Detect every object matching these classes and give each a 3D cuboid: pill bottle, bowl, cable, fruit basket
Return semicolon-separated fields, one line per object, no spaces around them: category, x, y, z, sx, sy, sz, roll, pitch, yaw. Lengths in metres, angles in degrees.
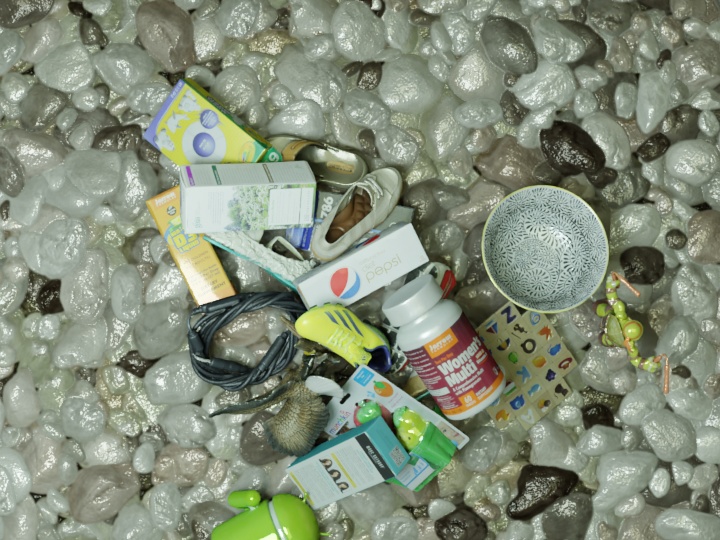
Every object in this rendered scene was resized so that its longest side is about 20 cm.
pill bottle;0.122;0.113;1.480;0.109;0.110;0.201;-34;101;-2
bowl;0.280;-0.023;1.564;0.199;0.094;0.202;1;76;-4
cable;-0.168;0.108;1.550;0.199;0.051;0.164;-16;117;-14
fruit basket;0.042;0.251;1.532;0.199;0.094;0.185;31;133;-8

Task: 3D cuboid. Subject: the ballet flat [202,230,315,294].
ballet flat;-0.154;-0.032;1.555;0.199;0.072;0.072;31;89;-26

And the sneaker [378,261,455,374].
sneaker;0.094;0.082;1.578;0.077;0.085;0.201;40;108;40

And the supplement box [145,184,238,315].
supplement box;-0.265;-0.032;1.567;0.066;0.069;0.201;-28;89;-4

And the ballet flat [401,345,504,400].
ballet flat;0.134;0.151;1.587;0.199;0.069;0.063;-26;82;-11

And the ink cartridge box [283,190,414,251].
ink cartridge box;-0.019;-0.068;1.590;0.199;0.039;0.100;9;90;-1

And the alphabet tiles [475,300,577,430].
alphabet tiles;0.251;0.153;1.580;0.166;0.006;0.200;-39;110;-6

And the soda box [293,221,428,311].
soda box;0.000;0.000;1.532;0.199;0.064;0.068;-29;101;-6

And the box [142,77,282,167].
box;-0.229;-0.193;1.558;0.200;0.048;0.118;38;108;0

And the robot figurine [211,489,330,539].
robot figurine;-0.152;0.425;1.546;0.199;0.116;0.176;-28;97;-2

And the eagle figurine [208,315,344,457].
eagle figurine;-0.113;0.194;1.526;0.151;0.151;0.200;38;93;14

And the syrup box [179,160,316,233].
syrup box;-0.172;-0.112;1.507;0.199;0.082;0.079;-3;123;-15

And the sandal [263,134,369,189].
sandal;-0.085;-0.172;1.577;0.199;0.054;0.081;9;89;3

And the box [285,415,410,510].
box;-0.022;0.297;1.523;0.200;0.049;0.083;-32;95;40

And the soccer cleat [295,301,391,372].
soccer cleat;-0.018;0.105;1.489;0.065;0.200;0.084;-40;54;20

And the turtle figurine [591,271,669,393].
turtle figurine;0.406;0.098;1.543;0.064;0.161;0.201;-26;91;-2

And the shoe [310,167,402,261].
shoe;0.001;-0.093;1.533;0.070;0.053;0.200;38;66;8
